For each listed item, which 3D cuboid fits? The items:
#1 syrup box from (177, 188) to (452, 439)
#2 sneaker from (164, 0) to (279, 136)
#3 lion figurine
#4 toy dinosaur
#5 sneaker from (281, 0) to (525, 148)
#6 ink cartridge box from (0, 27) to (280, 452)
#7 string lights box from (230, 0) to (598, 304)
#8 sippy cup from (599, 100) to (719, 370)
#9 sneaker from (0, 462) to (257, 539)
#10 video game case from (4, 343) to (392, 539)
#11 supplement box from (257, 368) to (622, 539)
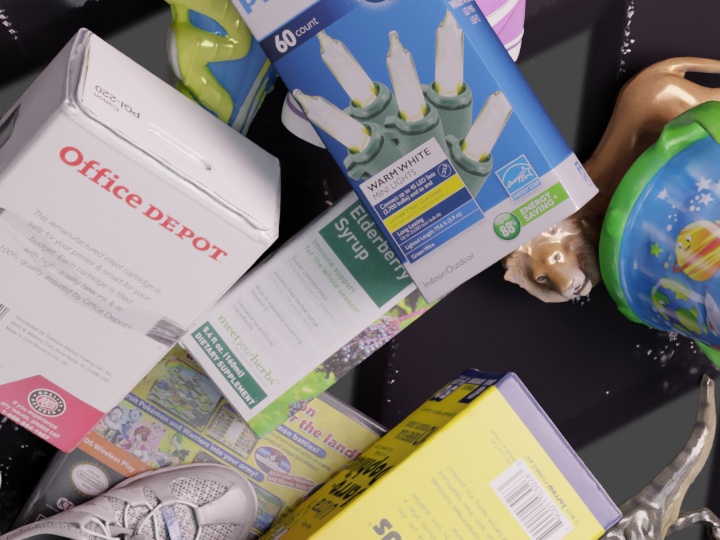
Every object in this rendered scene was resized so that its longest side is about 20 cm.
[{"bbox_3d":[0.000,0.000,1.696,0.200,0.081,0.079,-38,92,15],"label":"syrup box"},{"bbox_3d":[-0.060,-0.122,1.697,0.105,0.076,0.200,-8,133,-4],"label":"sneaker"},{"bbox_3d":[0.169,-0.065,1.830,0.122,0.072,0.200,24,92,-26],"label":"lion figurine"},{"bbox_3d":[0.190,0.171,1.923,0.088,0.047,0.200,41,87,-19],"label":"toy dinosaur"},{"bbox_3d":[0.027,-0.149,1.703,0.200,0.073,0.114,-38,147,-45],"label":"sneaker"},{"bbox_3d":[-0.159,-0.015,1.674,0.146,0.085,0.200,34,121,-21],"label":"ink cartridge box"},{"bbox_3d":[0.028,-0.095,1.602,0.103,0.059,0.200,-33,92,19],"label":"string lights box"},{"bbox_3d":[0.232,-0.005,1.768,0.178,0.130,0.140,33,92,-41],"label":"sippy cup"},{"bbox_3d":[-0.145,0.165,1.693,0.200,0.082,0.075,-22,91,-20],"label":"sneaker"},{"bbox_3d":[-0.082,0.139,1.764,0.200,0.026,0.181,32,83,-5],"label":"video game case"},{"bbox_3d":[0.031,0.158,1.712,0.200,0.109,0.110,-39,97,-10],"label":"supplement box"}]
